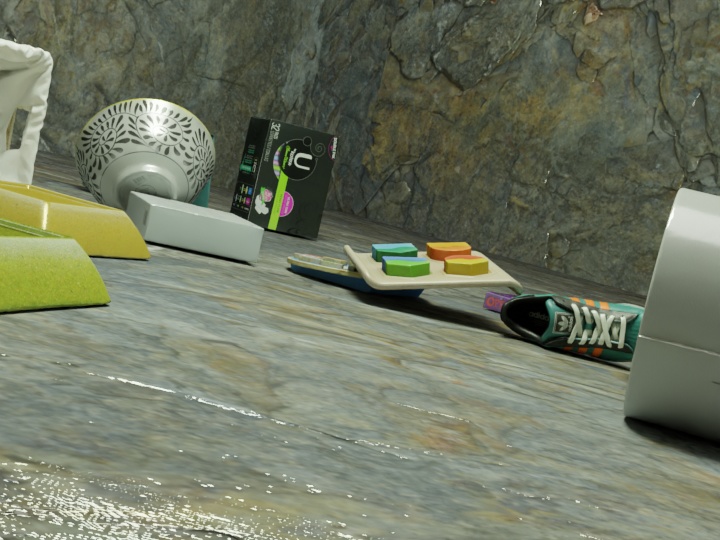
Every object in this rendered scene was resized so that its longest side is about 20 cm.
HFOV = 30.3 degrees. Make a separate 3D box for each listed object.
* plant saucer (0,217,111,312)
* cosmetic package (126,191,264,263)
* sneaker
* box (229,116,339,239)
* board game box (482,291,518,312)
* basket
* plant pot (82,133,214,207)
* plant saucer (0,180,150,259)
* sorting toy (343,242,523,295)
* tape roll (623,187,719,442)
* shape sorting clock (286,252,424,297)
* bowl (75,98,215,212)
[{"bbox_3d":[-0.311,-0.019,0.996,0.199,0.048,0.200,14,4,15],"label":"plant saucer"},{"bbox_3d":[-0.224,-0.059,1.761,0.150,0.052,0.200,10,5,-18],"label":"cosmetic package"},{"bbox_3d":[0.256,0.067,1.551,0.199,0.072,0.080,7,1,29],"label":"sneaker"},{"bbox_3d":[-0.146,-0.176,2.515,0.148,0.201,0.124,11,4,-24],"label":"box"},{"bbox_3d":[0.288,0.069,1.892,0.199,0.033,0.120,17,9,33],"label":"board game box"},{"bbox_3d":[-0.492,-0.182,1.546,0.160,0.200,0.199,14,4,34],"label":"basket"},{"bbox_3d":[-0.381,-0.184,2.353,0.199,0.142,0.141,7,2,16],"label":"plant pot"},{"bbox_3d":[-0.350,-0.061,1.416,0.199,0.049,0.200,16,5,24],"label":"plant saucer"},{"bbox_3d":[0.087,-0.008,1.659,0.198,0.037,0.185,3,11,-10],"label":"sorting toy"},{"bbox_3d":[0.312,0.043,1.118,0.138,0.204,0.203,14,4,14],"label":"tape roll"},{"bbox_3d":[0.000,0.000,1.781,0.199,0.040,0.200,14,4,-1],"label":"shape sorting clock"},{"bbox_3d":[-0.302,-0.133,1.874,0.199,0.201,0.095,12,37,-20],"label":"bowl"}]
